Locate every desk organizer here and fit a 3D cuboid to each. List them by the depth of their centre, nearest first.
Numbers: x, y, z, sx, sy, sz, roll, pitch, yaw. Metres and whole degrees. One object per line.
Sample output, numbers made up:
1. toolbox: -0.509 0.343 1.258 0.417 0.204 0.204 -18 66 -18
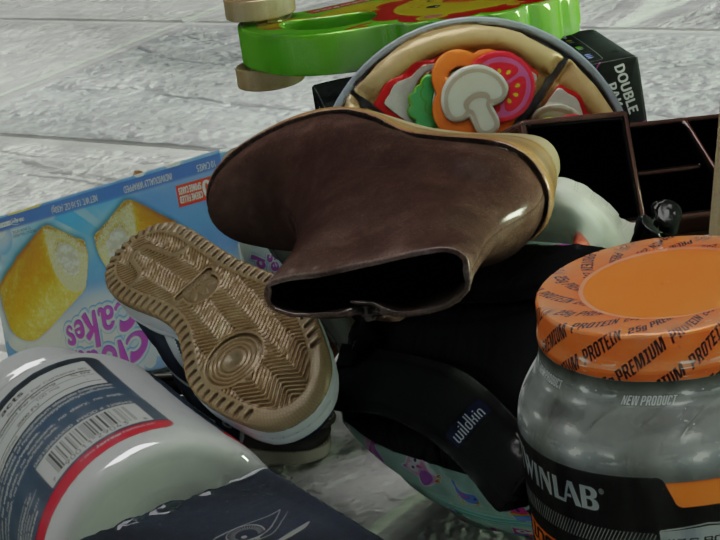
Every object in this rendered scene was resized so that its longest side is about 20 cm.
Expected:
1. desk organizer: 0.169 -0.056 1.128 0.199 0.072 0.077 -7 -6 -21

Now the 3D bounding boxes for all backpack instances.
1. backpack: 0.082 0.061 0.934 0.199 0.127 0.167 6 56 43

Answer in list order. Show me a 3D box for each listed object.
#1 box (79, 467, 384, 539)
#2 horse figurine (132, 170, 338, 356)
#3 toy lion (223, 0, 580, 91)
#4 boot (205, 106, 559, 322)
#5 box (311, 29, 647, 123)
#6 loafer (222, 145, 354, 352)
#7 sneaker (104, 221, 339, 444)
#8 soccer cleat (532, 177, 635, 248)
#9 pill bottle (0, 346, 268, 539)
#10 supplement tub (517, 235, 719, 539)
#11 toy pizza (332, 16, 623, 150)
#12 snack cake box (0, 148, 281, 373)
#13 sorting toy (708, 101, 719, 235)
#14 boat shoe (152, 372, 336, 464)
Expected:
1. box: -0.063 0.182 0.713 0.196 0.118 0.200 -20 21 -26
2. horse figurine: -0.083 0.020 1.198 0.199 0.133 0.050 19 20 30
3. toy lion: 0.035 -0.159 1.263 0.199 0.069 0.191 -16 18 -24
4. boot: -0.013 -0.024 0.909 0.199 0.073 0.166 -5 18 25
5. box: 0.081 -0.061 1.259 0.199 0.150 0.124 -11 16 -4
6. loafer: 0.000 0.000 1.073 0.069 0.200 0.075 -34 34 1
7. sneaker: -0.051 0.053 0.976 0.070 0.109 0.200 -40 36 -10
8. soccer cleat: 0.131 -0.003 1.037 0.069 0.200 0.078 7 64 32
9. pill bottle: -0.125 0.107 0.949 0.119 0.120 0.200 -18 21 -22
10. supplement tub: 0.126 0.096 0.734 0.122 0.201 0.123 -9 19 3
11. toy pizza: 0.072 -0.052 1.172 0.199 0.202 0.032 -11 5 -3
12. snack cake box: -0.125 0.005 1.157 0.199 0.116 0.067 -14 -5 35
13. sorting toy: 0.259 -0.011 0.999 0.036 0.201 0.185 3 6 -43
14. boat shoe: -0.112 0.072 1.094 0.199 0.057 0.067 1 15 5
